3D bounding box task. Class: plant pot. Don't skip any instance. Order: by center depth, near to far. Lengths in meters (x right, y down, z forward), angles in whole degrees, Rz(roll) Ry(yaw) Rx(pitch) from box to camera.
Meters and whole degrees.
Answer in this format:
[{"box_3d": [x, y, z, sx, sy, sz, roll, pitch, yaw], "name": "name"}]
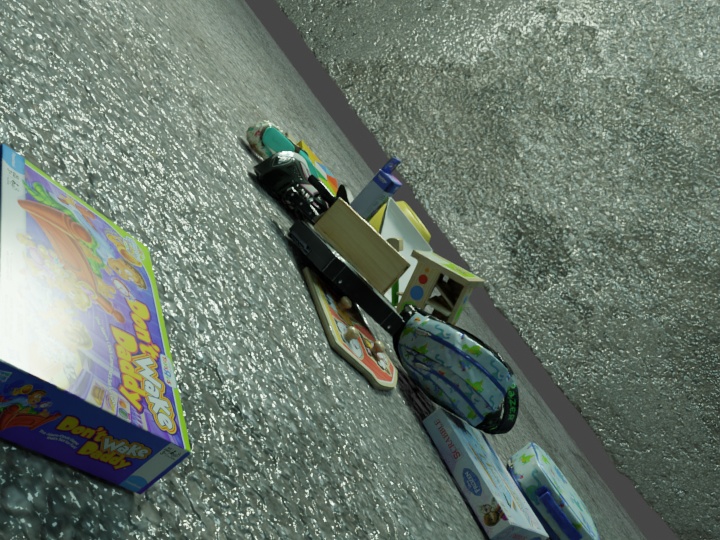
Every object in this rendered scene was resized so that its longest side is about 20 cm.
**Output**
[{"box_3d": [0.073, -0.072, 1.695, 0.200, 0.142, 0.200, 49, 10, -12], "name": "plant pot"}]

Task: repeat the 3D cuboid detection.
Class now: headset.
[{"box_3d": [0.225, 0.211, 1.307, 0.200, 0.093, 0.126, -177, -93, -70], "name": "headset"}]

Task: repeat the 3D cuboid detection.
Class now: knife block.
[{"box_3d": [-0.028, -0.064, 1.161, 0.175, 0.064, 0.200, 43, 1, -27], "name": "knife block"}]

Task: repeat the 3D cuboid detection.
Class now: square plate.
[{"box_3d": [0.078, -0.012, 1.552, 0.198, 0.028, 0.202, 46, 49, -42], "name": "square plate"}]

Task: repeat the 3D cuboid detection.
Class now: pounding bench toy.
[{"box_3d": [0.108, 0.044, 1.453, 0.199, 0.158, 0.124, 30, 10, 20], "name": "pounding bench toy"}]

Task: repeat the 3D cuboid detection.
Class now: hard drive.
[{"box_3d": [-0.022, 0.011, 1.197, 0.200, 0.038, 0.140, 43, 0, -39], "name": "hard drive"}]

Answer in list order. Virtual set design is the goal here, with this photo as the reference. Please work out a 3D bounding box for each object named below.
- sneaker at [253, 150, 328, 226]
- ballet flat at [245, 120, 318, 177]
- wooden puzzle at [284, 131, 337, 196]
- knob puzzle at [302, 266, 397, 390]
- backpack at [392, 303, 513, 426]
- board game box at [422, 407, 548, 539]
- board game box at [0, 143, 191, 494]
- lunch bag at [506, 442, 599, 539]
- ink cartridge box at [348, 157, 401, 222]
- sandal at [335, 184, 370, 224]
[{"box_3d": [-0.104, -0.134, 1.308, 0.199, 0.080, 0.087, 27, 37, -55], "name": "sneaker"}, {"box_3d": [-0.146, -0.214, 1.426, 0.063, 0.076, 0.200, 16, -23, 40], "name": "ballet flat"}, {"box_3d": [-0.102, -0.223, 1.729, 0.185, 0.037, 0.201, 47, 11, -28], "name": "wooden puzzle"}, {"box_3d": [0.003, 0.096, 1.118, 0.220, 0.030, 0.220, 50, 10, -12], "name": "knob puzzle"}, {"box_3d": [0.149, 0.156, 1.207, 0.198, 0.155, 0.164, 9, -35, 40], "name": "backpack"}, {"box_3d": [0.193, 0.323, 1.160, 0.199, 0.041, 0.201, 39, 16, -53], "name": "board game box"}, {"box_3d": [-0.183, 0.025, 0.472, 0.134, 0.045, 0.201, 43, 14, -44], "name": "board game box"}, {"box_3d": [0.358, 0.432, 1.416, 0.201, 0.082, 0.161, 52, 9, -2], "name": "lunch bag"}, {"box_3d": [0.016, -0.132, 1.473, 0.042, 0.201, 0.119, 41, 10, 7], "name": "ink cartridge box"}, {"box_3d": [-0.025, -0.103, 1.594, 0.045, 0.076, 0.201, 1, 45, -31], "name": "sandal"}]
